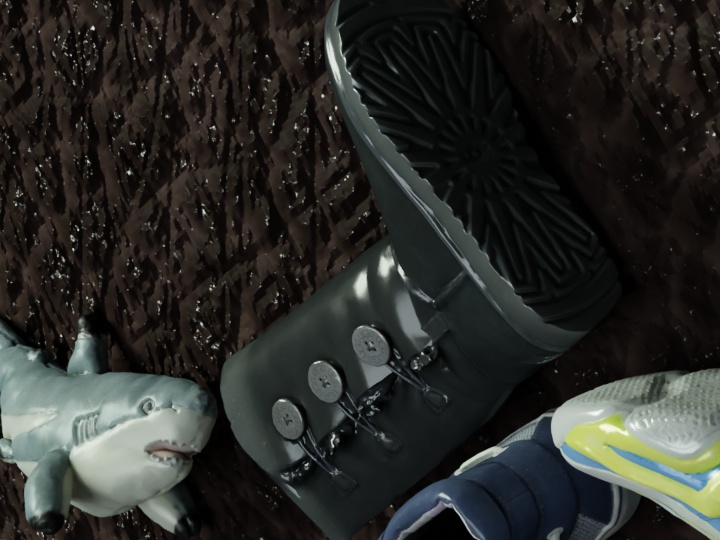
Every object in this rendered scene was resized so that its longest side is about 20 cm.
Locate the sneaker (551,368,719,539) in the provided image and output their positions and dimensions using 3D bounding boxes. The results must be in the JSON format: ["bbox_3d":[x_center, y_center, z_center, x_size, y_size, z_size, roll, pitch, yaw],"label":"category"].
[{"bbox_3d":[0.147,0.093,0.813,0.200,0.076,0.105,6,106,47],"label":"sneaker"}]

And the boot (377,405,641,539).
[{"bbox_3d":[0.027,0.124,0.958,0.073,0.090,0.200,53,138,18],"label":"boot"}]

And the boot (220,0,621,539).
[{"bbox_3d":[0.000,0.001,0.964,0.165,0.066,0.200,61,145,13],"label":"boot"}]

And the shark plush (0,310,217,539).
[{"bbox_3d":[-0.129,0.061,1.163,0.200,0.091,0.083,39,115,60],"label":"shark plush"}]
